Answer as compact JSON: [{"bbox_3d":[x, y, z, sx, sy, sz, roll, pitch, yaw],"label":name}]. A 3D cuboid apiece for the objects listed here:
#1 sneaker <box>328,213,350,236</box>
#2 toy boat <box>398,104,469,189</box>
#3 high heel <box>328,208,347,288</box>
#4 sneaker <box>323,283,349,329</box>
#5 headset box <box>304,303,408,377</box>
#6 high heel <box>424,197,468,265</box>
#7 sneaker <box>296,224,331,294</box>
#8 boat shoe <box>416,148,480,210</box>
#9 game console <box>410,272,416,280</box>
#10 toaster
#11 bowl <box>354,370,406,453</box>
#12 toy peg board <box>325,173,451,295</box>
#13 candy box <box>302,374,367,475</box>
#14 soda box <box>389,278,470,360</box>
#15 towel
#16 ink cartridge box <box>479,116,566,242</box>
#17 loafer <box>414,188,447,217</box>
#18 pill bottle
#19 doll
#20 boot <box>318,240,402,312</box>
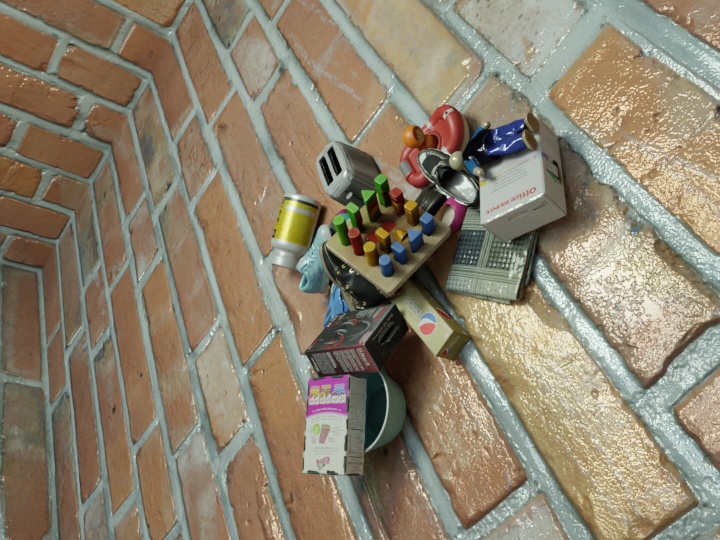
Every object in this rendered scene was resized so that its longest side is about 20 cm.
[{"bbox_3d":[-0.025,-0.100,1.568,0.201,0.083,0.122,110,152,-51],"label":"sneaker"},{"bbox_3d":[0.149,-0.292,1.484,0.200,0.130,0.131,-47,47,26],"label":"toy boat"},{"bbox_3d":[-0.046,-0.053,1.660,0.096,0.067,0.202,33,116,58],"label":"high heel"},{"bbox_3d":[-0.046,0.105,1.587,0.078,0.065,0.203,163,116,-71],"label":"sneaker"},{"bbox_3d":[0.000,0.152,1.408,0.199,0.075,0.149,-13,25,41],"label":"headset box"},{"bbox_3d":[0.163,-0.105,1.428,0.201,0.095,0.067,-55,43,18],"label":"high heel"},{"bbox_3d":[-0.116,-0.021,1.613,0.074,0.081,0.202,-121,33,-52],"label":"sneaker"},{"bbox_3d":[0.188,-0.200,1.386,0.074,0.060,0.200,-51,63,18],"label":"boat shoe"},{"bbox_3d":[0.060,-0.047,1.581,0.174,0.116,0.202,-4,72,16],"label":"game console"},{"bbox_3d":[-0.031,-0.249,1.669,0.114,0.128,0.201,-42,49,29],"label":"toaster"},{"bbox_3d":[0.024,0.305,1.426,0.200,0.104,0.203,-20,63,43],"label":"bowl"},{"bbox_3d":[0.051,-0.090,1.371,0.199,0.098,0.200,37,73,30],"label":"toy peg board"},{"bbox_3d":[-0.054,0.330,1.379,0.136,0.061,0.202,-14,66,44],"label":"candy box"},{"bbox_3d":[0.146,0.100,1.397,0.068,0.064,0.200,-56,44,17],"label":"soda box"},{"bbox_3d":[0.275,-0.035,1.335,0.199,0.034,0.195,9,80,51],"label":"towel"},{"bbox_3d":[0.313,-0.176,1.269,0.144,0.084,0.202,-27,45,39],"label":"ink cartridge box"},{"bbox_3d":[0.114,-0.106,1.484,0.200,0.073,0.071,-46,55,2],"label":"loafer"},{"bbox_3d":[-0.185,-0.106,1.801,0.111,0.111,0.202,11,85,49],"label":"pill bottle"},{"bbox_3d":[0.252,-0.240,1.278,0.199,0.048,0.138,-14,53,47],"label":"doll"},{"bbox_3d":[0.000,0.000,1.459,0.150,0.073,0.202,-30,86,47],"label":"boot"}]
